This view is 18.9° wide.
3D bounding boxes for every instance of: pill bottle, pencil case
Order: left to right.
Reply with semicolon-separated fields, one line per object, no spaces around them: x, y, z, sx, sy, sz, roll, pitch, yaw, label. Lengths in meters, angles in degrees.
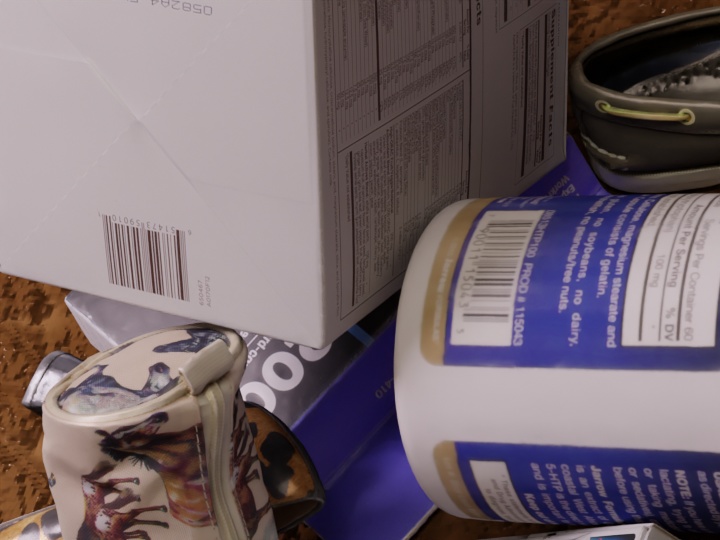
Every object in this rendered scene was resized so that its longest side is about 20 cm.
-0.059;0.119;0.788;0.089;0.202;0.078;2;20;38;pencil case
0.123;0.033;0.766;0.198;0.120;0.121;1;59;27;pill bottle

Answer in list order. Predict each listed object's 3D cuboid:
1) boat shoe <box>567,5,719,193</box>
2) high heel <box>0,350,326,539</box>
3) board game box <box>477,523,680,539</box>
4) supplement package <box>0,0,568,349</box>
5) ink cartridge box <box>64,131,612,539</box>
0.185;-0.082;0.891;0.200;0.060;0.073;-11;53;16;boat shoe
-0.098;0.140;0.853;0.142;0.071;0.202;15;83;31;high heel
0.042;0.187;0.757;0.126;0.034;0.201;-17;44;59;board game box
-0.027;-0.089;0.827;0.151;0.152;0.200;12;28;28;supplement package
0.000;0.000;0.932;0.198;0.043;0.200;-47;54;-10;ink cartridge box
